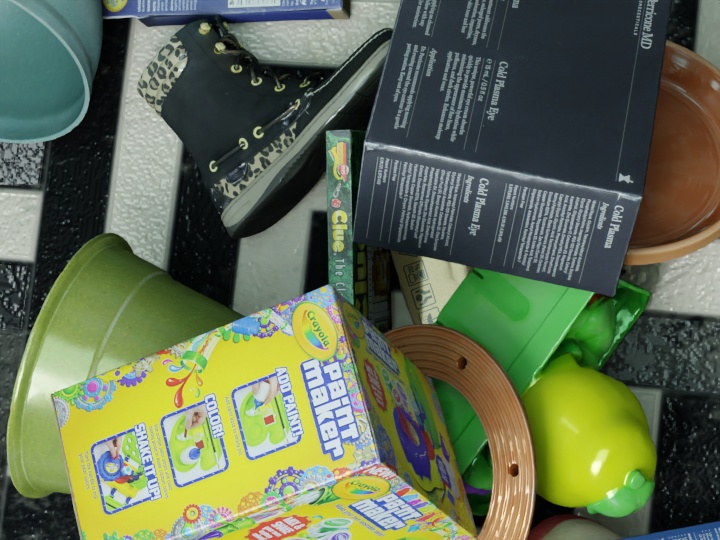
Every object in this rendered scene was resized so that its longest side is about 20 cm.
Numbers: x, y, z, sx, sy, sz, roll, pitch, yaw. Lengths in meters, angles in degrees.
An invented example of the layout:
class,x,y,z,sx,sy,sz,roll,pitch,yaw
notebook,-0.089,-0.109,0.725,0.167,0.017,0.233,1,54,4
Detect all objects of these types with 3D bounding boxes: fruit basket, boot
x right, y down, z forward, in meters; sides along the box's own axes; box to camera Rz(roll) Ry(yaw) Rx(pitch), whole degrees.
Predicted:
class,x,y,z,sx,sy,sz,roll,pitch,yaw
fruit basket,0.134,0.095,1.574,0.215,0.155,0.216,-3,82,21
boot,-0.068,-0.142,1.702,0.204,0.073,0.154,-46,70,23

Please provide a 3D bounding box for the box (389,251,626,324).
class,x,y,z,sx,sy,sz,roll,pitch,yaw
box,0.090,-0.064,1.687,0.163,0.021,0.201,-21,77,12

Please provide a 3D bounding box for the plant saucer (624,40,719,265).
class,x,y,z,sx,sy,sz,roll,pitch,yaw
plant saucer,0.182,-0.085,1.621,0.199,0.032,0.201,0,54,-1

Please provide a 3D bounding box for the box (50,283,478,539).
class,x,y,z,sx,sy,sz,roll,pitch,yaw
box,-0.056,0.123,1.432,0.192,0.200,0.122,-22,64,12

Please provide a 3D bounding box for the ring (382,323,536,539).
class,x,y,z,sx,sy,sz,roll,pitch,yaw
ring,0.044,0.136,1.535,0.200,0.019,0.201,-2,87,44

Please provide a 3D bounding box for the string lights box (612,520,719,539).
class,x,y,z,sx,sy,sz,roll,pitch,yaw
string lights box,0.211,0.225,1.524,0.059,0.199,0.103,-29,70,52

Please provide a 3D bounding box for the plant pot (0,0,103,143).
class,x,y,z,sx,sy,sz,roll,pitch,yaw
plant pot,-0.280,-0.211,1.739,0.200,0.201,0.135,7,57,16

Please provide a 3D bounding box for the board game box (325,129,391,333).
class,x,y,z,sx,sy,sz,roll,pitch,yaw
board game box,0.000,0.000,1.641,0.023,0.105,0.201,0,93,18

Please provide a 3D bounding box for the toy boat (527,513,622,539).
class,x,y,z,sx,sy,sz,roll,pitch,yaw
toy boat,0.109,0.258,1.590,0.200,0.131,0.131,-49,28,-14

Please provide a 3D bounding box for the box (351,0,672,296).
class,x,y,z,sx,sy,sz,roll,pitch,yaw
box,0.103,-0.103,1.536,0.181,0.104,0.200,12,51,4

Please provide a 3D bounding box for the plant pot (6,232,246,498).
class,x,y,z,sx,sy,sz,roll,pitch,yaw
plant pot,-0.122,0.094,1.632,0.189,0.200,0.201,17,86,15

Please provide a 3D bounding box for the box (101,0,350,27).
class,x,y,z,sx,sy,sz,roll,pitch,yaw
box,-0.104,-0.252,1.764,0.199,0.032,0.122,0,81,14
